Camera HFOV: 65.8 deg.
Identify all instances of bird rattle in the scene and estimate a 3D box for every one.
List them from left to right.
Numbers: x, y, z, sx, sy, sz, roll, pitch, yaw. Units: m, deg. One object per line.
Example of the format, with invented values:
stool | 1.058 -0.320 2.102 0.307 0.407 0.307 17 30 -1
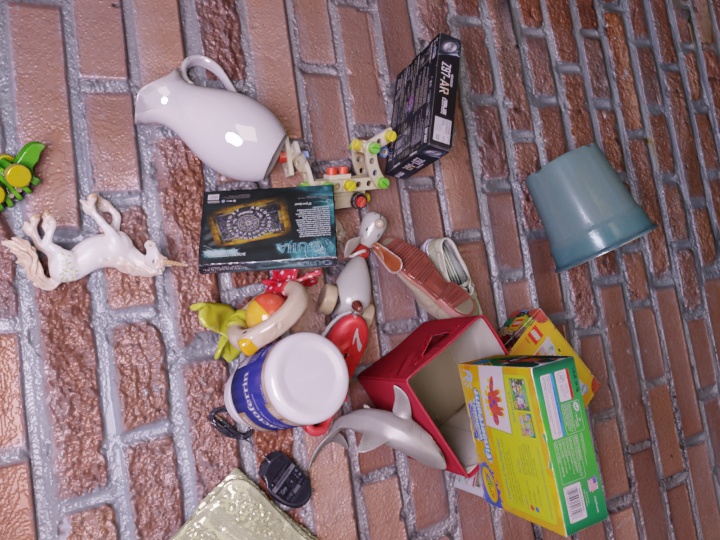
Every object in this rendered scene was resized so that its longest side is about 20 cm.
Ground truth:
bird rattle | -0.131 0.061 0.809 0.200 0.163 0.113 -30 113 -16

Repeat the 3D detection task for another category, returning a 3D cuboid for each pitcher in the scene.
pitcher | -0.207 -0.236 0.843 0.200 0.121 0.172 28 58 -6

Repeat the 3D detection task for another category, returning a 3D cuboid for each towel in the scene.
towel | -0.162 0.403 0.803 0.200 0.036 0.148 47 68 -11

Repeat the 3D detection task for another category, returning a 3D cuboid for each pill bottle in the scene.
pill bottle | -0.111 0.160 0.764 0.115 0.200 0.116 12 66 -29

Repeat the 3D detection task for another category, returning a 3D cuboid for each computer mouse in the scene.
computer mouse | -0.152 0.279 0.833 0.200 0.034 0.059 47 52 -4

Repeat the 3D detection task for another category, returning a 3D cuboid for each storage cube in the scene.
storage cube | 0.133 0.190 0.890 0.171 0.180 0.200 -36 96 -25

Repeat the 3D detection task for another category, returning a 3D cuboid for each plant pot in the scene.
plant pot | 0.429 -0.126 1.075 0.200 0.200 0.197 -23 84 -25

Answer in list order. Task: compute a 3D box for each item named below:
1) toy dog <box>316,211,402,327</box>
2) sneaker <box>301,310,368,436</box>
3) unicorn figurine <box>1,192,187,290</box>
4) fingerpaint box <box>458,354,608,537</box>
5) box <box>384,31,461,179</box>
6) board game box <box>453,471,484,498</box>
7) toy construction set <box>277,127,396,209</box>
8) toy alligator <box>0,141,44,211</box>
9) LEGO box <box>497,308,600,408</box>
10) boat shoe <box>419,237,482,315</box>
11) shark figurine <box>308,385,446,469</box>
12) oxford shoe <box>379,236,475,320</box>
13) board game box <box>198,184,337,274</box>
toy dog | 0.000 0.000 0.896 0.132 0.096 0.201 0 88 -22
sneaker | -0.034 0.161 0.842 0.077 0.085 0.200 20 97 -23
unicorn figurine | -0.360 -0.034 0.767 0.200 0.074 0.138 -24 102 -11
fingerpaint box | 0.220 0.216 0.735 0.073 0.167 0.201 -10 85 -23
box | 0.105 -0.276 0.958 0.043 0.160 0.201 12 76 -21
board game box | 0.245 0.307 0.911 0.064 0.200 0.148 22 74 -20
toy construction set | -0.036 -0.166 0.915 0.199 0.092 0.132 -5 109 -17
toy alligator | -0.487 -0.093 0.723 0.200 0.059 0.054 -47 142 -23
LEGO box | 0.329 0.195 1.034 0.149 0.077 0.200 -44 101 -23
boat shoe | 0.170 0.033 0.995 0.072 0.062 0.200 -32 96 -25
shark figurine | 0.005 0.241 0.807 0.089 0.214 0.128 -42 119 -52
oxford shoe | 0.101 0.025 0.962 0.200 0.074 0.071 45 52 11
board game box | -0.135 -0.062 0.825 0.199 0.028 0.136 -3 60 -2
